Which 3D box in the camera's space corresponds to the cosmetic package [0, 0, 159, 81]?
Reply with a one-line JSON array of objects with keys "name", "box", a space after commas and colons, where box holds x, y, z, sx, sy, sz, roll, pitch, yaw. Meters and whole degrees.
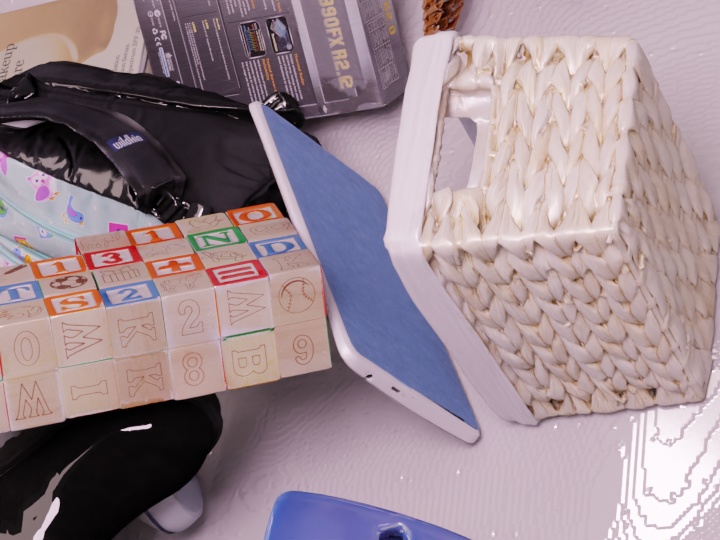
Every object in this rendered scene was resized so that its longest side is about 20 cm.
[{"name": "cosmetic package", "box": [-0.207, -0.117, 1.569, 0.199, 0.071, 0.106, -10, 55, 25]}]

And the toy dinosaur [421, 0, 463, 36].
[{"name": "toy dinosaur", "box": [0.087, -0.218, 1.467, 0.135, 0.102, 0.201, -3, 76, 46]}]

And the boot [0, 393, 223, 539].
[{"name": "boot", "box": [-0.154, 0.160, 1.253, 0.210, 0.079, 0.158, -30, 44, 13]}]

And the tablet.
[{"name": "tablet", "box": [0.000, 0.000, 1.332, 0.014, 0.130, 0.201, -37, 48, 17]}]

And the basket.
[{"name": "basket", "box": [0.107, -0.021, 1.242, 0.123, 0.200, 0.136, -4, 59, 21]}]

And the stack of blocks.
[{"name": "stack of blocks", "box": [-0.126, 0.024, 1.255, 0.199, 0.059, 0.115, -11, 21, -12]}]

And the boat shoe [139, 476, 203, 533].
[{"name": "boat shoe", "box": [-0.162, 0.096, 1.403, 0.086, 0.075, 0.202, -37, 47, 4]}]

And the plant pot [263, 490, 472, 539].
[{"name": "plant pot", "box": [0.044, 0.234, 1.109, 0.179, 0.200, 0.201, 4, 61, 16]}]

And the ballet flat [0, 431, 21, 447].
[{"name": "ballet flat", "box": [-0.232, 0.069, 1.394, 0.073, 0.073, 0.200, -42, 35, 0]}]

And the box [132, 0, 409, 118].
[{"name": "box", "box": [-0.068, -0.190, 1.463, 0.158, 0.201, 0.048, -7, 16, 28]}]

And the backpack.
[{"name": "backpack", "box": [-0.141, -0.047, 1.423, 0.199, 0.127, 0.167, 17, 28, 19]}]
